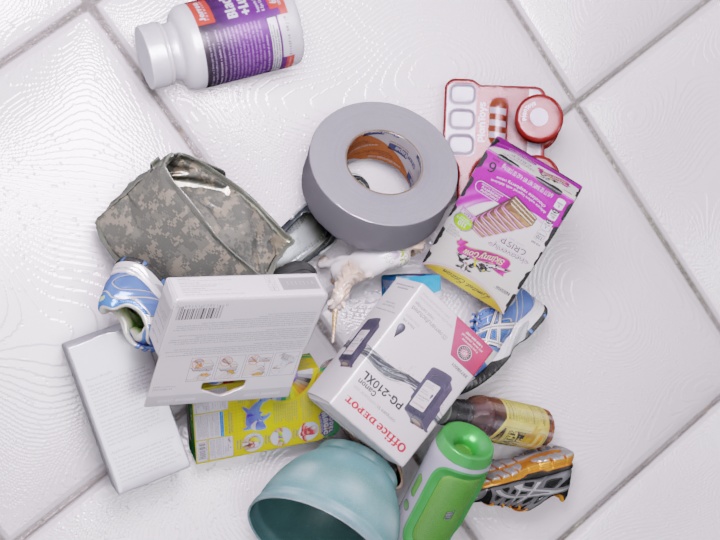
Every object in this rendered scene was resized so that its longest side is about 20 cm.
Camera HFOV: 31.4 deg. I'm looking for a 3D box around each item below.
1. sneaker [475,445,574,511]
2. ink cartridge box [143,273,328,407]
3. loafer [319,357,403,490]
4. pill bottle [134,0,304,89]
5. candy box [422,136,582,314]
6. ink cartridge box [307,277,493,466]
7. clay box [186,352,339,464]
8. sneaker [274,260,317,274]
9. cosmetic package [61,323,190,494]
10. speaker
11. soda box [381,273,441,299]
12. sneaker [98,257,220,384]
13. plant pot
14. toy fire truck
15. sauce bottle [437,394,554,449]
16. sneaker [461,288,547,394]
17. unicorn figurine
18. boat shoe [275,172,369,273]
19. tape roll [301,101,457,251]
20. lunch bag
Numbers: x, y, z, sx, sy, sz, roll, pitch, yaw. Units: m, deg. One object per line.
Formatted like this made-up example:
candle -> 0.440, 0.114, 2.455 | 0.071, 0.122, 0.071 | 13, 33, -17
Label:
sneaker -> 0.215, 0.307, 1.813 | 0.200, 0.078, 0.077 | -10, 104, -16
ink cartridge box -> -0.158, 0.084, 1.555 | 0.200, 0.045, 0.176 | -1, 132, -30
loafer -> 0.009, 0.210, 1.748 | 0.072, 0.063, 0.200 | -28, 100, -16
pill bottle -> -0.183, -0.296, 1.649 | 0.200, 0.111, 0.112 | -17, 96, -17
candy box -> 0.189, -0.060, 1.726 | 0.136, 0.061, 0.200 | 31, 121, 7
ink cartridge box -> 0.051, 0.133, 1.676 | 0.145, 0.084, 0.200 | 43, 79, -21
clay box -> -0.128, 0.179, 1.693 | 0.200, 0.048, 0.115 | -9, 117, -19
sneaker -> -0.131, 0.070, 1.665 | 0.200, 0.079, 0.075 | -41, 136, 7
cosmetic package -> -0.301, 0.172, 1.642 | 0.101, 0.071, 0.200 | -19, 97, -17
speaker -> 0.107, 0.300, 1.725 | 0.088, 0.088, 0.200 | 12, 122, -18
soda box -> 0.072, 0.105, 1.766 | 0.068, 0.064, 0.200 | -2, 93, -18
sneaker -> -0.245, 0.077, 1.582 | 0.200, 0.076, 0.077 | 45, 48, -18
plant pot -> -0.030, 0.308, 1.685 | 0.200, 0.200, 0.134 | 41, 53, -15
toy fire truck -> 0.194, -0.164, 1.789 | 0.168, 0.112, 0.200 | 3, 90, 6
sauce bottle -> 0.182, 0.207, 1.774 | 0.200, 0.066, 0.066 | 14, 87, -36
sneaker -> 0.175, 0.098, 1.798 | 0.077, 0.076, 0.200 | 46, 65, -5
unicorn figurine -> 0.000, 0.000, 1.701 | 0.200, 0.137, 0.074 | -38, 103, -13
boat shoe -> -0.058, -0.058, 1.721 | 0.200, 0.060, 0.076 | -45, 104, -12
tape roll -> 0.025, -0.125, 1.695 | 0.200, 0.066, 0.200 | 7, 57, -10
lunch bag -> -0.215, -0.046, 1.607 | 0.200, 0.164, 0.118 | 45, 40, -15
